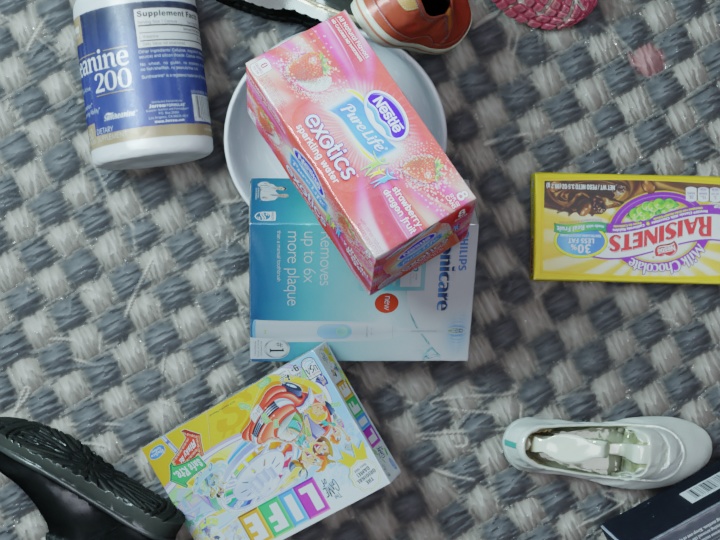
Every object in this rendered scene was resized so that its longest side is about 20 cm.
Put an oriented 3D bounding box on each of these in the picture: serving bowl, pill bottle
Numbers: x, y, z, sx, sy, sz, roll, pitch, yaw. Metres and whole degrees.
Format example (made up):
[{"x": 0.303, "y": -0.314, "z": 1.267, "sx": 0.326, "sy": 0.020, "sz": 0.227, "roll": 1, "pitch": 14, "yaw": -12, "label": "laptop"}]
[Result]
[{"x": -0.023, "y": -0.127, "z": 1.405, "sx": 0.199, "sy": 0.066, "sz": 0.201, "roll": 0, "pitch": 111, "yaw": -1, "label": "serving bowl"}, {"x": -0.198, "y": -0.196, "z": 1.389, "sx": 0.110, "sy": 0.111, "sz": 0.201, "roll": -7, "pitch": 88, "yaw": -3, "label": "pill bottle"}]

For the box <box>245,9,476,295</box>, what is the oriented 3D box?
[{"x": -0.002, "y": -0.097, "z": 1.272, "sx": 0.102, "sy": 0.095, "sz": 0.200, "roll": -29, "pitch": 75, "yaw": -13, "label": "box"}]

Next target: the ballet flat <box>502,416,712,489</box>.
[{"x": 0.231, "y": 0.167, "z": 1.422, "sx": 0.199, "sy": 0.069, "sz": 0.070, "roll": 3, "pitch": 88, "yaw": -3, "label": "ballet flat"}]

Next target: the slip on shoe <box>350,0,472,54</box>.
[{"x": 0.060, "y": -0.234, "z": 1.367, "sx": 0.061, "sy": 0.200, "sz": 0.074, "roll": -35, "pitch": 83, "yaw": 25, "label": "slip on shoe"}]

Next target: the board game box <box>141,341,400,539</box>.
[{"x": -0.081, "y": 0.169, "z": 1.380, "sx": 0.200, "sy": 0.034, "sz": 0.135, "roll": -31, "pitch": 90, "yaw": 22, "label": "board game box"}]

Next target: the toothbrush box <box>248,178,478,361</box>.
[{"x": 0.000, "y": 0.000, "z": 1.375, "sx": 0.199, "sy": 0.085, "sz": 0.147, "roll": 0, "pitch": 122, "yaw": -4, "label": "toothbrush box"}]

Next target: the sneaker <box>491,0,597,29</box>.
[{"x": 0.135, "y": -0.298, "z": 1.431, "sx": 0.199, "sy": 0.081, "sz": 0.075, "roll": 31, "pitch": 48, "yaw": -11, "label": "sneaker"}]

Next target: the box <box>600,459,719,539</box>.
[{"x": 0.351, "y": 0.273, "z": 1.396, "sx": 0.199, "sy": 0.104, "sz": 0.183, "roll": -27, "pitch": 96, "yaw": -3, "label": "box"}]

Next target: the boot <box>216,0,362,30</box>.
[{"x": -0.024, "y": -0.288, "z": 1.414, "sx": 0.199, "sy": 0.077, "sz": 0.139, "roll": 17, "pitch": 88, "yaw": -8, "label": "boot"}]

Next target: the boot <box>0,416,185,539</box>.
[{"x": -0.275, "y": 0.243, "z": 1.387, "sx": 0.211, "sy": 0.079, "sz": 0.158, "roll": 31, "pitch": 99, "yaw": 10, "label": "boot"}]

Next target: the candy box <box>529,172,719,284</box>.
[{"x": 0.259, "y": -0.039, "z": 1.450, "sx": 0.199, "sy": 0.026, "sz": 0.103, "roll": 1, "pitch": 91, "yaw": -3, "label": "candy box"}]
